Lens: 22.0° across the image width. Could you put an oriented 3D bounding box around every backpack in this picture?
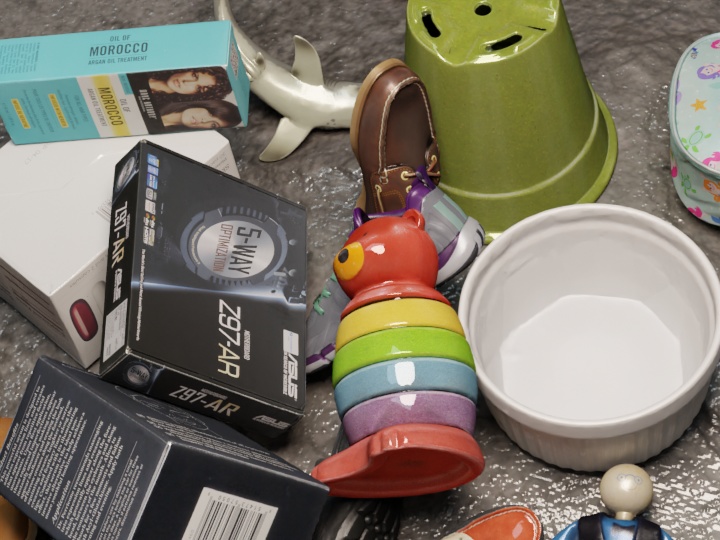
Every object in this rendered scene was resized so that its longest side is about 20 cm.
[{"bbox_3d":[0.347,-0.121,1.493,0.199,0.151,0.178,0,57,15],"label":"backpack"}]

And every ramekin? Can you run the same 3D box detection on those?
[{"bbox_3d":[0.178,0.059,1.418,0.199,0.105,0.201,-5,55,7],"label":"ramekin"}]

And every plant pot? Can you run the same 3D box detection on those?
[{"bbox_3d":[0.110,-0.156,1.526,0.199,0.190,0.201,-4,56,6],"label":"plant pot"}]

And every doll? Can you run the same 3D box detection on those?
[{"bbox_3d":[0.188,0.234,1.328,0.136,0.049,0.201,2,59,10],"label":"doll"}]

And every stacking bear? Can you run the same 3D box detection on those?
[{"bbox_3d":[0.026,0.055,1.354,0.113,0.121,0.201,10,62,-34],"label":"stacking bear"}]

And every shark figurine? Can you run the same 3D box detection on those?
[{"bbox_3d":[-0.079,-0.190,1.639,0.128,0.214,0.090,-42,13,15],"label":"shark figurine"}]

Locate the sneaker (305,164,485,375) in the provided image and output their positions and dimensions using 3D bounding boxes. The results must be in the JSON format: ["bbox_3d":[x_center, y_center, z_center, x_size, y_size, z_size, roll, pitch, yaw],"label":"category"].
[{"bbox_3d":[0.000,0.000,1.462,0.200,0.088,0.074,-37,11,17],"label":"sneaker"}]

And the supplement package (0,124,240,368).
[{"bbox_3d":[-0.220,-0.050,1.558,0.156,0.111,0.200,36,68,29],"label":"supplement package"}]

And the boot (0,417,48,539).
[{"bbox_3d":[-0.304,0.195,1.432,0.154,0.074,0.200,17,48,19],"label":"boot"}]

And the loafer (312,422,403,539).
[{"bbox_3d":[-0.004,0.167,1.404,0.070,0.068,0.201,2,57,36],"label":"loafer"}]

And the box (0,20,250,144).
[{"bbox_3d":[-0.195,-0.152,1.508,0.199,0.082,0.049,-4,56,8],"label":"box"}]

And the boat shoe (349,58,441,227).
[{"bbox_3d":[0.036,-0.076,1.479,0.070,0.200,0.070,-30,51,-24],"label":"boat shoe"}]

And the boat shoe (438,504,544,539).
[{"bbox_3d":[0.061,0.227,1.327,0.200,0.063,0.071,-32,69,-29],"label":"boat shoe"}]

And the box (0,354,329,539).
[{"bbox_3d":[-0.148,0.154,1.326,0.200,0.148,0.107,24,92,52],"label":"box"}]

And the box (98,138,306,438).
[{"bbox_3d":[-0.118,0.014,1.432,0.160,0.044,0.200,23,49,-29],"label":"box"}]
